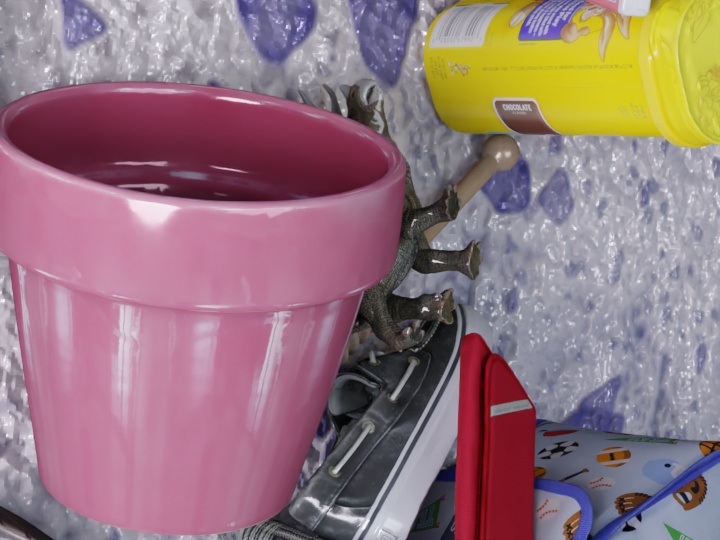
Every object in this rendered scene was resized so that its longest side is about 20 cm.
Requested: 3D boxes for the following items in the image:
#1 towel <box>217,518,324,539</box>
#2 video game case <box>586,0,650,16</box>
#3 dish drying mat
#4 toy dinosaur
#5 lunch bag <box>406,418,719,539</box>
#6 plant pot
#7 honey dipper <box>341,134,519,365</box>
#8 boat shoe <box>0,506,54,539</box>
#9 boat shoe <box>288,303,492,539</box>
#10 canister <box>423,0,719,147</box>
[{"bbox_3d":[0.024,0.216,1.154,0.035,0.192,0.200,-41,118,-24],"label":"towel"},{"bbox_3d":[0.117,-0.223,1.184,0.017,0.200,0.143,3,104,-19],"label":"video game case"},{"bbox_3d":[0.071,0.125,1.122,0.077,0.018,0.200,57,25,-36],"label":"dish drying mat"},{"bbox_3d":[0.000,0.000,1.172,0.077,0.102,0.200,49,54,-54],"label":"toy dinosaur"},{"bbox_3d":[0.105,0.165,1.233,0.200,0.170,0.124,-26,107,-36],"label":"lunch bag"},{"bbox_3d":[-0.085,0.020,1.057,0.200,0.200,0.179,-9,114,-40],"label":"plant pot"},{"bbox_3d":[0.031,-0.016,1.244,0.200,0.038,0.038,-46,121,-30],"label":"honey dipper"},{"bbox_3d":[-0.137,0.181,1.075,0.200,0.074,0.073,31,88,-11],"label":"boat shoe"},{"bbox_3d":[0.017,0.075,1.197,0.071,0.072,0.200,32,38,-5],"label":"boat shoe"},{"bbox_3d":[0.151,-0.127,1.231,0.148,0.200,0.087,-29,112,-36],"label":"canister"}]
